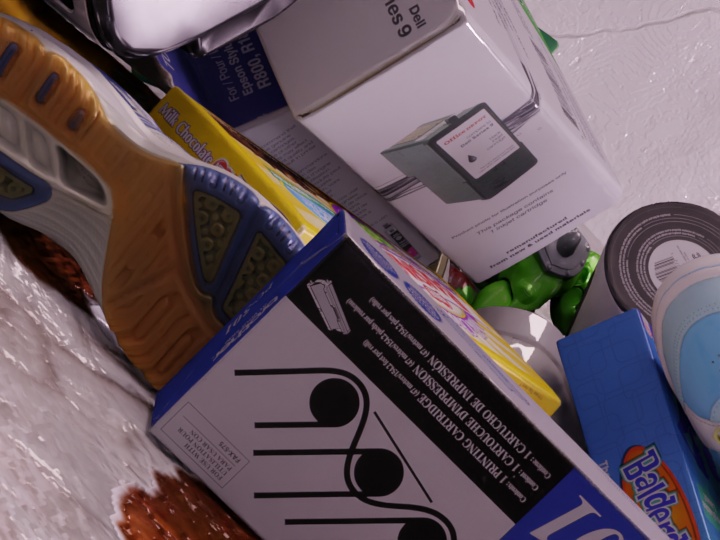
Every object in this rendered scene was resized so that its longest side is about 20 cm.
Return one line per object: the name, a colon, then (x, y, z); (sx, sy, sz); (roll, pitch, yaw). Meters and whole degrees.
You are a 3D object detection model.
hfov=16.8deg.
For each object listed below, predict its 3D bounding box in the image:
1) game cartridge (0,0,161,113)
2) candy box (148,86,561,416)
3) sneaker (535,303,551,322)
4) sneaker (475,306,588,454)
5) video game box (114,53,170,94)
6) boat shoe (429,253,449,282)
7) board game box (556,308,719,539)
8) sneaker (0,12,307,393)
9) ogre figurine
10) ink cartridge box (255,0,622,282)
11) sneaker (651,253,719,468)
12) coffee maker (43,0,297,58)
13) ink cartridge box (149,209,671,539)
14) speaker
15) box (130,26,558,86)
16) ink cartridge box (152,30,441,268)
game cartridge: (-0.082, -0.044, 1.028); (0.200, 0.032, 0.176); (43, 6, -10)
candy box: (0.000, 0.000, 0.986); (0.200, 0.026, 0.102); (34, 12, -50)
sneaker: (0.119, 0.096, 1.349); (0.200, 0.074, 0.080); (46, 22, 26)
sneaker: (0.086, 0.106, 1.164); (0.200, 0.072, 0.085); (54, 43, -45)
video game box: (-0.148, -0.159, 1.148); (0.182, 0.047, 0.200); (40, 1, 24)
boat shoe: (0.008, -0.011, 1.203); (0.201, 0.074, 0.069); (-96, 176, -55)
board game box: (0.156, 0.138, 1.092); (0.152, 0.045, 0.201); (46, 25, -53)
sneaker: (-0.075, -0.022, 0.868); (0.200, 0.075, 0.088); (46, 8, -6)
ogre figurine: (0.065, 0.007, 1.265); (0.098, 0.120, 0.200); (48, 9, 8)
ink cartridge box: (0.021, -0.103, 1.048); (0.200, 0.084, 0.147); (40, 23, -58)
sneaker: (0.190, 0.094, 1.040); (0.200, 0.079, 0.131); (55, 17, -32)
coffee maker: (-0.103, -0.183, 0.909); (0.199, 0.192, 0.135); (28, -26, 25)
ink cartridge box: (0.032, 0.084, 0.826); (0.200, 0.094, 0.044); (44, 9, -11)
speaker: (0.137, 0.052, 1.222); (0.081, 0.081, 0.200); (49, -26, 19)
box: (-0.008, -0.112, 1.246); (0.199, 0.117, 0.049); (20, -52, 33)
ink cartridge box: (-0.052, -0.110, 1.077); (0.200, 0.043, 0.197); (47, 14, -53)
